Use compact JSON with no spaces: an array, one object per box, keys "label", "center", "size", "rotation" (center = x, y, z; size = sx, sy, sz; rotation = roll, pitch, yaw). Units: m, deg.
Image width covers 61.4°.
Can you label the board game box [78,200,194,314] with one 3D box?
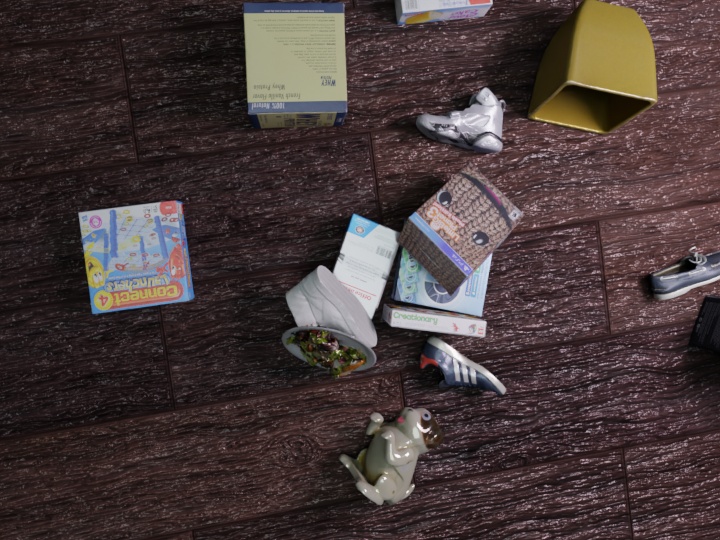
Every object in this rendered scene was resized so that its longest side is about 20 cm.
[{"label":"board game box","center":[-0.448,-0.028,1.220],"size":[0.193,0.056,0.203],"rotation":[-8,93,-5]}]

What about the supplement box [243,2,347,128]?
[{"label":"supplement box","center":[-0.127,-0.400,1.199],"size":[0.193,0.134,0.207],"rotation":[-3,92,-6]}]

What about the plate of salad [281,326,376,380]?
[{"label":"plate of salad","center":[-0.065,0.167,1.203],"size":[0.194,0.201,0.049],"rotation":[17,60,-6]}]

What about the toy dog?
[{"label":"toy dog","center":[0.084,0.376,1.252],"size":[0.193,0.139,0.202],"rotation":[40,88,-19]}]

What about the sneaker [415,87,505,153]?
[{"label":"sneaker","center":[0.215,-0.324,1.270],"size":[0.194,0.075,0.119],"rotation":[13,90,-11]}]

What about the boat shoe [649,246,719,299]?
[{"label":"boat shoe","center":[0.730,-0.004,1.336],"size":[0.195,0.075,0.063],"rotation":[-24,106,5]}]

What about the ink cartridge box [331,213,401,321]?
[{"label":"ink cartridge box","center":[0.000,0.000,1.261],"size":[0.113,0.068,0.206],"rotation":[20,90,-5]}]

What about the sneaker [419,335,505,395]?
[{"label":"sneaker","center":[0.212,0.225,1.291],"size":[0.197,0.075,0.086],"rotation":[32,88,4]}]

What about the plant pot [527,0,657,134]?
[{"label":"plant pot","center":[0.475,-0.423,1.241],"size":[0.188,0.196,0.207],"rotation":[9,82,-6]}]

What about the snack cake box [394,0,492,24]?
[{"label":"snack cake box","center":[0.167,-0.589,1.257],"size":[0.193,0.067,0.119],"rotation":[-7,91,-6]}]

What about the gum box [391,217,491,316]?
[{"label":"gum box","center":[0.176,-0.007,1.290],"size":[0.193,0.045,0.176],"rotation":[10,90,-7]}]

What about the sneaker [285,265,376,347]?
[{"label":"sneaker","center":[-0.061,0.093,1.201],"size":[0.114,0.074,0.201],"rotation":[-31,111,24]}]

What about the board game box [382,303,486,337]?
[{"label":"board game box","center":[0.148,0.102,1.251],"size":[0.193,0.126,0.036],"rotation":[7,92,-6]}]

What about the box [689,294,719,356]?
[{"label":"box","center":[0.861,0.152,1.291],"size":[0.195,0.197,0.127],"rotation":[22,90,-6]}]

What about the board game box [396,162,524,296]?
[{"label":"board game box","center":[0.199,-0.085,1.212],"size":[0.159,0.097,0.199],"rotation":[43,64,9]}]
